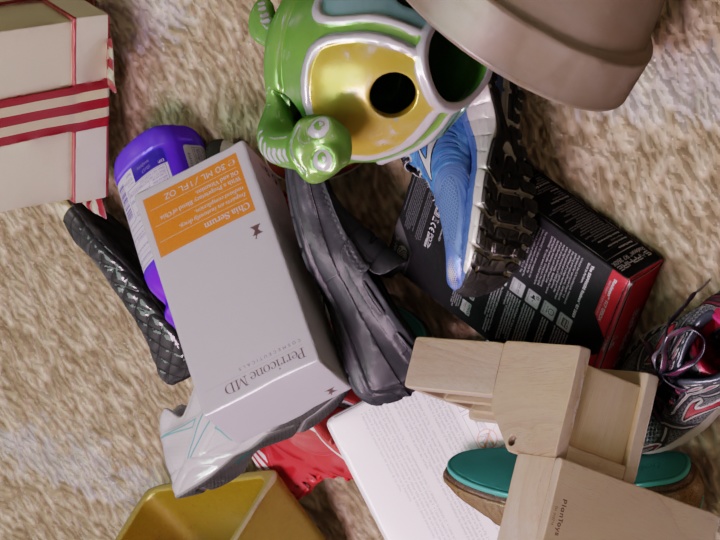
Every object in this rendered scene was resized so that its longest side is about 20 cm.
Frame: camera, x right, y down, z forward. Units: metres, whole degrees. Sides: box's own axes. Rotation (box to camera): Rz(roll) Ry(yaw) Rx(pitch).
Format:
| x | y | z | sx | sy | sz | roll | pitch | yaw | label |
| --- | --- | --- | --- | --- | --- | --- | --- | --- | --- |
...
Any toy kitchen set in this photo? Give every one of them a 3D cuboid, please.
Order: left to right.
| x | y | z | sx | sy | sz | roll | pitch | yaw | label |
| --- | --- | --- | --- | --- | --- | --- | --- | --- | --- |
| 0.131 | 0.167 | 1.587 | 0.180 | 0.162 | 0.202 | 2 | 74 | 52 | toy kitchen set |

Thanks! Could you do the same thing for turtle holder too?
| x | y | z | sx | sy | sz | roll | pitch | yaw | label |
| --- | --- | --- | --- | --- | --- | --- | --- | --- | --- |
| 0.003 | -0.138 | 1.500 | 0.131 | 0.185 | 0.142 | 3 | 100 | 40 | turtle holder |

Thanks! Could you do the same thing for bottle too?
| x | y | z | sx | sy | sz | roll | pitch | yaw | label |
| --- | --- | --- | --- | --- | --- | --- | --- | --- | --- |
| -0.141 | -0.017 | 1.840 | 0.083 | 0.065 | 0.201 | -39 | 61 | 40 | bottle |

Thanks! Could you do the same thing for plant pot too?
| x | y | z | sx | sy | sz | roll | pitch | yaw | label |
| --- | --- | --- | --- | --- | --- | --- | --- | --- | --- |
| -0.110 | 0.314 | 1.913 | 0.194 | 0.196 | 0.200 | -13 | 126 | 49 | plant pot |
| 0.134 | -0.230 | 1.446 | 0.200 | 0.200 | 0.174 | 45 | 118 | 19 | plant pot |

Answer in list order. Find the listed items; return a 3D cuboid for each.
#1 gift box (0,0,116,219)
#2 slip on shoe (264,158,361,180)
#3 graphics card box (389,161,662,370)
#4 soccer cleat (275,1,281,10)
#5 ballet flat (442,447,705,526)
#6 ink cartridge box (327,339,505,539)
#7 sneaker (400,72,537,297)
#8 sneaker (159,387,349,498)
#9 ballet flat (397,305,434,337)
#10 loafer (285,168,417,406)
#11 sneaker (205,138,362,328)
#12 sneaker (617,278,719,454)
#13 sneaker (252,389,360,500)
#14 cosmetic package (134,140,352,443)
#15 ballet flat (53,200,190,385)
| x | y | z | sx | sy | sz | roll | pitch | yaw | label |
| --- | --- | --- | --- | --- | --- | --- | --- | --- | --- |
| -0.298 | -0.139 | 1.881 | 0.200 | 0.186 | 0.186 | 38 | 131 | 45 | gift box |
| -0.011 | -0.109 | 1.715 | 0.199 | 0.061 | 0.075 | -15 | 100 | 47 | slip on shoe |
| 0.116 | -0.006 | 1.650 | 0.200 | 0.051 | 0.126 | 36 | 131 | 25 | graphics card box |
| -0.019 | -0.194 | 1.665 | 0.199 | 0.085 | 0.069 | -23 | 93 | 47 | soccer cleat |
| 0.158 | 0.172 | 1.665 | 0.198 | 0.068 | 0.073 | -3 | 119 | 22 | ballet flat |
| 0.096 | 0.163 | 1.732 | 0.175 | 0.045 | 0.201 | -27 | 89 | 10 | ink cartridge box |
| 0.069 | -0.075 | 1.593 | 0.089 | 0.078 | 0.202 | -13 | 66 | 31 | sneaker |
| -0.091 | 0.107 | 1.786 | 0.200 | 0.070 | 0.081 | -33 | 74 | 32 | sneaker |
| -0.011 | 0.056 | 1.805 | 0.199 | 0.068 | 0.064 | 16 | 147 | 39 | ballet flat |
| 0.000 | 0.000 | 1.692 | 0.070 | 0.068 | 0.202 | -22 | 86 | 8 | loafer |
| -0.051 | -0.032 | 1.794 | 0.107 | 0.067 | 0.203 | -23 | 60 | 10 | sneaker |
| 0.224 | 0.065 | 1.564 | 0.081 | 0.074 | 0.200 | 51 | 136 | 12 | sneaker |
| -0.016 | 0.147 | 1.854 | 0.199 | 0.078 | 0.116 | 26 | 144 | 30 | sneaker |
| -0.090 | 0.015 | 1.711 | 0.101 | 0.071 | 0.201 | -26 | 62 | 10 | cosmetic package |
| -0.205 | 0.011 | 1.950 | 0.057 | 0.066 | 0.200 | -42 | 80 | 19 | ballet flat |
